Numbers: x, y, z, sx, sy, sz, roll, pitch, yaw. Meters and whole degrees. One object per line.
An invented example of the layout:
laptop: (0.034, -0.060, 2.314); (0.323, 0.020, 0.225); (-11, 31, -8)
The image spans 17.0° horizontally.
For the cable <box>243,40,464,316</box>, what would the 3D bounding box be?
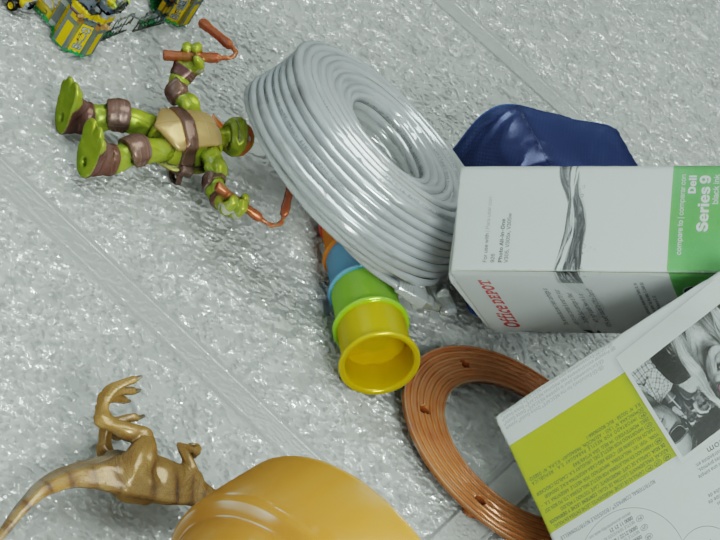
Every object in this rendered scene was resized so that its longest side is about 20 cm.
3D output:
cable: (0.005, -0.079, 1.757); (0.200, 0.069, 0.200); (34, 24, -32)

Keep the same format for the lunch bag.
lunch bag: (0.146, -0.034, 1.882); (0.199, 0.136, 0.133); (6, 43, -45)

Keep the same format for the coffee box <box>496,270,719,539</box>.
coffee box: (0.248, 0.146, 1.632); (0.199, 0.200, 0.198); (21, 39, -58)

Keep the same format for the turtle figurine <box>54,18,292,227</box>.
turtle figurine: (-0.142, -0.106, 1.767); (0.161, 0.064, 0.201); (2, 54, -33)

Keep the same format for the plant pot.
plant pot: (-0.070, 0.229, 1.311); (0.183, 0.200, 0.200); (-27, 67, -39)

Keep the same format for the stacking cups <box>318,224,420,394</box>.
stacking cups: (0.000, 0.000, 1.772); (0.060, 0.061, 0.201); (19, 36, -26)

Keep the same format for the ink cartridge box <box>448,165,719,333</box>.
ink cartridge box: (0.175, -0.013, 1.688); (0.146, 0.199, 0.085); (51, 43, -66)

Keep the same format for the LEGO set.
LEGO set: (-0.189, -0.262, 1.867); (0.154, 0.116, 0.200); (49, 34, 19)

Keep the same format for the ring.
ring: (0.113, 0.135, 1.752); (0.200, 0.019, 0.201); (25, 35, -18)

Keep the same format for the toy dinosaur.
toy dinosaur: (-0.145, 0.123, 1.477); (0.199, 0.060, 0.107); (9, 43, -37)
